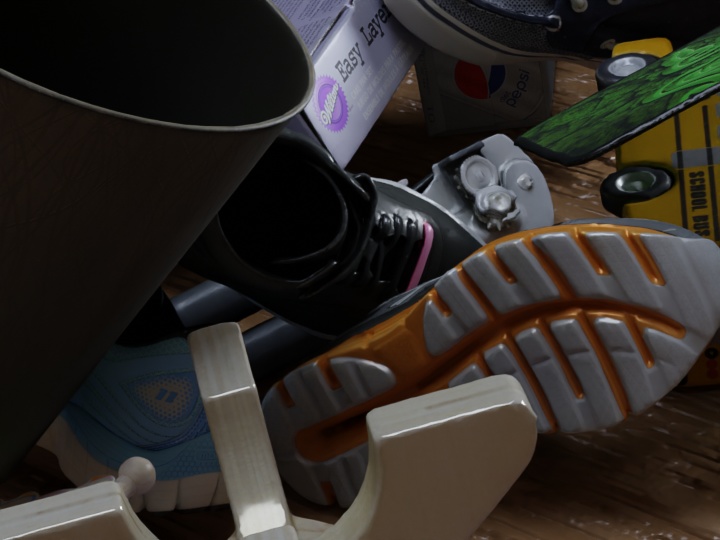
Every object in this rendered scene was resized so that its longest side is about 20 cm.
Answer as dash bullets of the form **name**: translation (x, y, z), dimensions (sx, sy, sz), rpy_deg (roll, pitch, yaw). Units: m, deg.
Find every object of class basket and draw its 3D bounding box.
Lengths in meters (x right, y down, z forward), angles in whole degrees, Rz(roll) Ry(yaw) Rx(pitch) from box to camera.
- **basket**: translation (-0.137, -0.023, 0.913), dimensions (0.180, 0.200, 0.136), rpy_deg (20, 34, -13)

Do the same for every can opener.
- **can opener**: translation (0.000, 0.000, 1.109), dimensions (0.200, 0.053, 0.066), rpy_deg (-27, -2, -29)

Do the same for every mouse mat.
- **mouse mat**: translation (0.139, -0.084, 1.004), dimensions (0.161, 0.008, 0.200), rpy_deg (-28, 7, 0)

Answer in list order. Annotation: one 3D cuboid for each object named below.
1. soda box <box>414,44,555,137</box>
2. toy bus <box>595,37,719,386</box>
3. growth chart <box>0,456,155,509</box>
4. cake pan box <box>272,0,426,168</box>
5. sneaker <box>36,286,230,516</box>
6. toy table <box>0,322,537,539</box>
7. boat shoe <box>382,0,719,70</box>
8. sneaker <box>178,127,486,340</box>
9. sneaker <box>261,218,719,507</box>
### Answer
- **soda box**: translation (0.066, -0.145, 1.310), dimensions (0.063, 0.068, 0.200), rpy_deg (-6, 30, 11)
- **toy bus**: translation (0.143, -0.031, 1.081), dimensions (0.078, 0.065, 0.200), rpy_deg (-7, 29, 8)
- **growth chart**: translation (-0.174, 0.120, 0.924), dimensions (0.200, 0.018, 0.145), rpy_deg (-16, 19, 37)
- **cake pan box**: translation (-0.054, -0.091, 1.197), dimensions (0.184, 0.052, 0.200), rpy_deg (-20, 26, 36)
- **sneaker**: translation (-0.110, 0.025, 1.030), dimensions (0.078, 0.090, 0.200), rpy_deg (-2, 20, -46)
- **toy table**: translation (-0.022, 0.107, 0.845), dimensions (0.200, 0.117, 0.184), rpy_deg (-20, 30, -13)
- **boat shoe**: translation (0.108, -0.137, 1.165), dimensions (0.200, 0.075, 0.093), rpy_deg (6, -28, -37)
- **sneaker**: translation (-0.008, -0.008, 1.007), dimensions (0.200, 0.071, 0.099), rpy_deg (20, -2, -33)
- **sneaker**: translation (0.053, 0.024, 0.965), dimensions (0.200, 0.078, 0.077), rpy_deg (-21, 9, 32)
